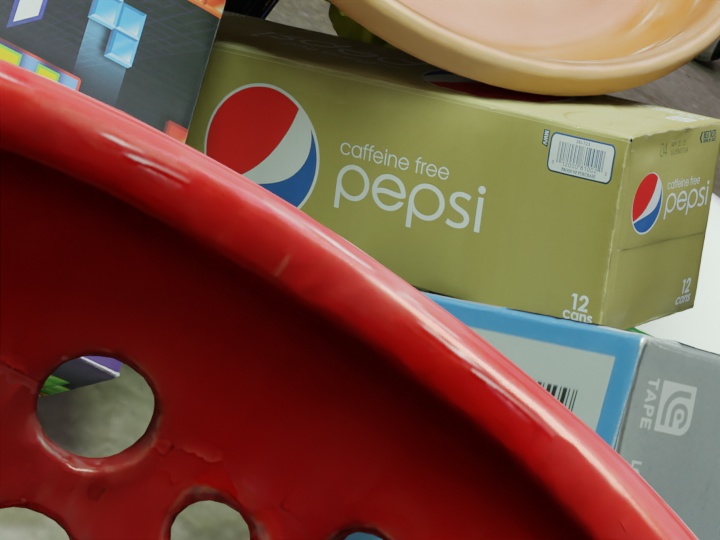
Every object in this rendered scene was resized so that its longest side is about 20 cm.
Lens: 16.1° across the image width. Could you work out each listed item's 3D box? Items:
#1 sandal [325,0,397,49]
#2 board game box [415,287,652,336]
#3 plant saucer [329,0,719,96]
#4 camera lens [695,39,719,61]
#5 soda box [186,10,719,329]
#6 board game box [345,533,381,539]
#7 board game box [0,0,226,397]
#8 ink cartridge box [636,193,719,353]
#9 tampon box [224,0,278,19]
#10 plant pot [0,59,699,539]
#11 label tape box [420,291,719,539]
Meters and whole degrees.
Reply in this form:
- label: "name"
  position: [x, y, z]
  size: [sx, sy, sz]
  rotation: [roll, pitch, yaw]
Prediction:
- label: "sandal"
  position: [0.053, -0.072, 0.928]
  size: [0.079, 0.087, 0.200]
  rotation: [12, 43, -55]
- label: "board game box"
  position: [0.000, 0.000, 0.943]
  size: [0.135, 0.035, 0.200]
  rotation: [13, 10, -46]
- label: "plant saucer"
  position: [0.038, -0.138, 0.827]
  size: [0.200, 0.037, 0.200]
  rotation: [13, 56, -21]
- label: "camera lens"
  position: [0.318, -0.315, 2.494]
  size: [0.200, 0.160, 0.160]
  rotation: [37, 15, 9]
- label: "soda box"
  position: [0.011, -0.036, 0.822]
  size: [0.200, 0.064, 0.068]
  rotation: [16, 16, 31]
- label: "board game box"
  position: [0.090, 0.111, 0.702]
  size: [0.200, 0.047, 0.151]
  rotation: [13, -2, -25]
- label: "board game box"
  position: [-0.142, -0.076, 0.742]
  size: [0.200, 0.166, 0.057]
  rotation: [25, -24, -30]
- label: "ink cartridge box"
  position: [0.088, -0.005, 1.073]
  size: [0.200, 0.084, 0.145]
  rotation: [39, -12, 12]
- label: "tampon box"
  position: [-0.058, -0.181, 0.956]
  size: [0.126, 0.200, 0.150]
  rotation: [35, 59, -1]
- label: "plant pot"
  position: [-0.060, 0.090, 0.358]
  size: [0.200, 0.183, 0.200]
  rotation: [33, 14, -9]
- label: "label tape box"
  position: [0.084, 0.054, 0.725]
  size: [0.200, 0.066, 0.143]
  rotation: [12, -2, -43]
